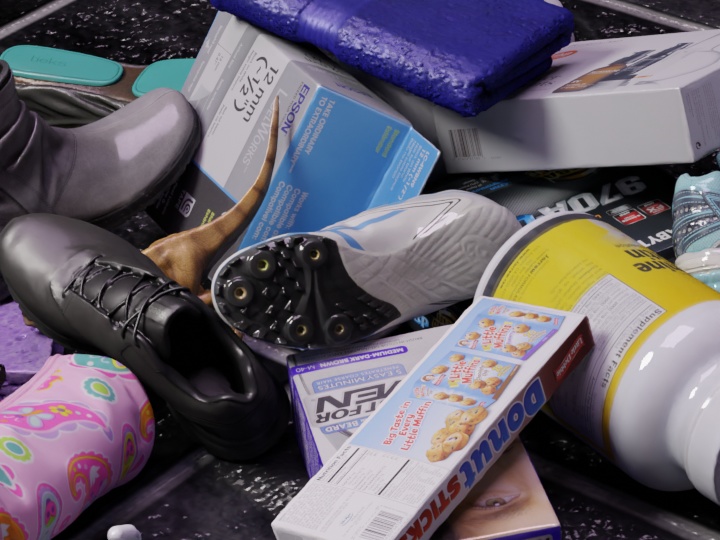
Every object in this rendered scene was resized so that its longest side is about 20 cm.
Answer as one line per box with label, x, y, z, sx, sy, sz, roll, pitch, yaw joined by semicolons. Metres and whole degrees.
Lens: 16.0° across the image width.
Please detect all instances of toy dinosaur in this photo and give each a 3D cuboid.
toy dinosaur;-0.104;-0.003;1.530;0.200;0.106;0.060;-31;30;-7

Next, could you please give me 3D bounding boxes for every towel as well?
towel;0.019;-0.158;1.613;0.200;0.050;0.148;25;36;21

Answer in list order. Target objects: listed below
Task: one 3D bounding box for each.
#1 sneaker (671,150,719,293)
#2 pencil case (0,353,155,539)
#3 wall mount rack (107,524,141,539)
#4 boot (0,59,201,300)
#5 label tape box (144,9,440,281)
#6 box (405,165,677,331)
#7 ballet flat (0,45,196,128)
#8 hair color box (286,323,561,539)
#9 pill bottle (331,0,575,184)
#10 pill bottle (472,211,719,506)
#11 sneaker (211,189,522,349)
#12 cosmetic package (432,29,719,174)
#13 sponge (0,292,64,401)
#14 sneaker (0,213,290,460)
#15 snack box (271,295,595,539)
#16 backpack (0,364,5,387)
sneaker;0.251;-0.036;1.534;0.078;0.086;0.200;-10;3;35
pencil case;-0.184;0.105;1.363;0.087;0.088;0.200;9;17;20
wall mount rack;-0.122;0.183;1.246;0.200;0.075;0.174;21;18;29
boot;-0.193;-0.079;1.559;0.200;0.132;0.070;-40;42;-20
label tape box;-0.050;-0.060;1.593;0.066;0.143;0.200;18;16;-36
box;0.110;-0.014;1.598;0.200;0.046;0.159;-20;35;-24
ballet flat;-0.156;-0.114;1.766;0.200;0.068;0.068;8;35;18
hair color box;0.032;0.112;1.390;0.109;0.065;0.200;-11;34;-8
pill bottle;0.047;-0.121;1.714;0.112;0.112;0.200;19;39;33
pill bottle;0.160;0.053;1.423;0.112;0.112;0.200;-23;37;-27
sneaker;0.000;0.000;1.476;0.200;0.072;0.072;-13;9;-30
cosmetic package;0.169;-0.109;1.616;0.200;0.052;0.151;-1;17;44
sponge;-0.235;0.017;1.603;0.111;0.030;0.200;-3;33;4
sneaker;-0.123;0.025;1.455;0.200;0.091;0.076;33;75;12
snack box;0.040;0.084;1.335;0.072;0.024;0.200;10;42;38
backpack;-0.331;0.035;1.429;0.200;0.191;0.154;27;70;41
